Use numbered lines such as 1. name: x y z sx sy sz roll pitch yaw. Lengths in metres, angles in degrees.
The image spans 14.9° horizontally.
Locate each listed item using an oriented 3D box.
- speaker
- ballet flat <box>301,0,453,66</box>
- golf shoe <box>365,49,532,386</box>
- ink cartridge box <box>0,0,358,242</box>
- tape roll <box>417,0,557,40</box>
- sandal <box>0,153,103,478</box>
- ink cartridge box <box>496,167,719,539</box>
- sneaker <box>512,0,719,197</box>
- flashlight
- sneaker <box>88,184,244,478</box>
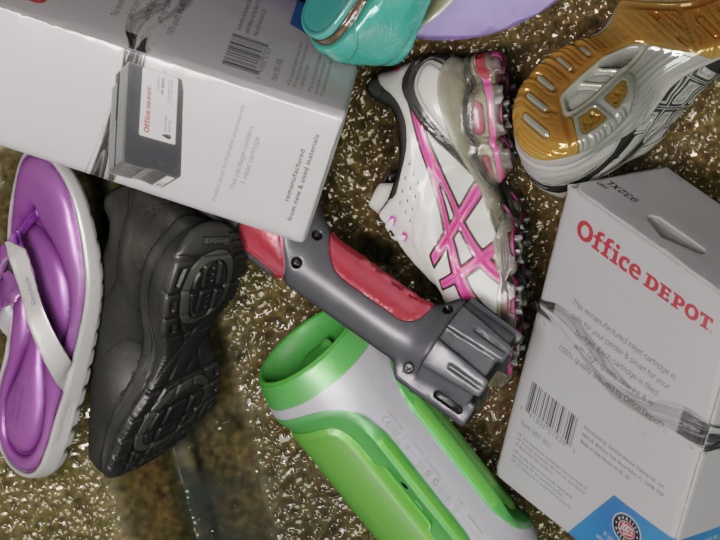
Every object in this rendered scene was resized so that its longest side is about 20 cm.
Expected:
1. speaker: 0.026 0.118 1.644 0.088 0.089 0.200 -36 108 7
2. ballet flat: 0.043 -0.196 1.470 0.070 0.067 0.201 21 107 -37
3. golf shoe: 0.053 -0.029 1.610 0.091 0.073 0.202 -4 103 11
4. ink cartridge box: -0.106 -0.107 1.507 0.199 0.145 0.085 18 116 -3
5. tape roll: 0.046 -0.235 1.527 0.198 0.085 0.201 -2 109 -6
6. sandal: -0.191 0.031 1.591 0.050 0.082 0.204 -14 117 -42
7. ink cartridge box: 0.172 0.063 1.584 0.083 0.145 0.201 -12 127 -38
8. sneaker: 0.168 -0.119 1.593 0.199 0.088 0.076 -34 66 -12
9. flashlight: 0.000 0.000 1.577 0.199 0.068 0.068 34 129 8
10. sneaker: -0.128 0.033 1.611 0.076 0.091 0.201 -20 139 -44
